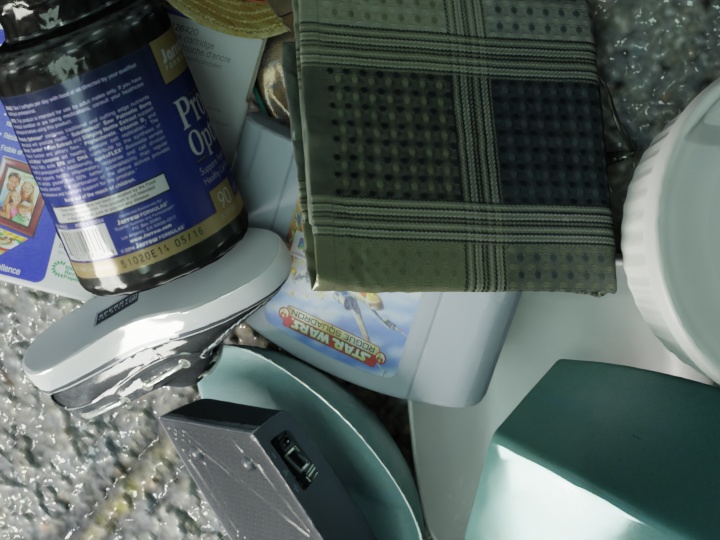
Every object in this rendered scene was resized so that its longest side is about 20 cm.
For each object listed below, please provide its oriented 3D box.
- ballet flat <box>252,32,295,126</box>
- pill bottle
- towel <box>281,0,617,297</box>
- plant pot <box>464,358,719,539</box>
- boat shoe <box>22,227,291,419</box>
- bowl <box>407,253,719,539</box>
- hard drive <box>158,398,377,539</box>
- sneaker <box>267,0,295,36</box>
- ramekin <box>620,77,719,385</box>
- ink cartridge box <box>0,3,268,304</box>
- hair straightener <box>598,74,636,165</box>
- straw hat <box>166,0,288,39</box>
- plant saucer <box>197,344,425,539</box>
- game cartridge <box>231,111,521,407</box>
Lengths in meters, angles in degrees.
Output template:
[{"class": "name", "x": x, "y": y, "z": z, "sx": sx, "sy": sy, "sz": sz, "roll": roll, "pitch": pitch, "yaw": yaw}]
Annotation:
[{"class": "ballet flat", "x": -0.014, "y": -0.065, "z": 1.290, "sx": 0.067, "sy": 0.068, "sz": 0.201, "roll": -19, "pitch": 99, "yaw": 14}, {"class": "pill bottle", "x": -0.150, "y": -0.095, "z": 1.191, "sx": 0.111, "sy": 0.112, "sz": 0.201, "roll": -14, "pitch": 108, "yaw": 21}, {"class": "towel", "x": 0.051, "y": -0.076, "z": 1.176, "sx": 0.198, "sy": 0.035, "sz": 0.194, "roll": 2, "pitch": 73, "yaw": -20}, {"class": "plant pot", "x": 0.171, "y": 0.148, "z": 1.154, "sx": 0.199, "sy": 0.141, "sz": 0.142, "roll": 27, "pitch": 131, "yaw": 20}, {"class": "boat shoe", "x": -0.116, "y": 0.040, "z": 1.254, "sx": 0.199, "sy": 0.072, "sz": 0.068, "roll": -27, "pitch": 122, "yaw": 22}, {"class": "bowl", "x": 0.135, "y": 0.082, "z": 1.273, "sx": 0.198, "sy": 0.075, "sz": 0.201, "roll": -1, "pitch": 104, "yaw": 19}, {"class": "hard drive", "x": -0.043, "y": 0.170, "z": 1.321, "sx": 0.135, "sy": 0.042, "sz": 0.201, "roll": 2, "pitch": 128, "yaw": 55}, {"class": "sneaker", "x": 0.035, "y": -0.198, "z": 1.227, "sx": 0.198, "sy": 0.071, "sz": 0.076, "roll": -12, "pitch": 125, "yaw": -3}, {"class": "ramekin", "x": 0.242, "y": -0.021, "z": 1.162, "sx": 0.201, "sy": 0.094, "sz": 0.204, "roll": 1, "pitch": 88, "yaw": -15}, {"class": "ink cartridge box", "x": -0.177, "y": -0.083, "z": 1.273, "sx": 0.196, "sy": 0.047, "sz": 0.201, "roll": 15, "pitch": 103, "yaw": -8}, {"class": "hair straightener", "x": 0.080, "y": -0.113, "z": 1.229, "sx": 0.199, "sy": 0.041, "sz": 0.077, "roll": 18, "pitch": 102, "yaw": -9}, {"class": "straw hat", "x": -0.095, "y": -0.242, "z": 1.254, "sx": 0.085, "sy": 0.200, "sz": 0.203, "roll": 4, "pitch": 110, "yaw": 59}, {"class": "plant saucer", "x": -0.023, "y": 0.115, "z": 1.311, "sx": 0.201, "sy": 0.039, "sz": 0.202, "roll": 37, "pitch": 153, "yaw": 22}, {"class": "game cartridge", "x": 0.000, "y": 0.000, "z": 1.242, "sx": 0.199, "sy": 0.041, "sz": 0.134, "roll": 24, "pitch": 109, "yaw": 16}]
